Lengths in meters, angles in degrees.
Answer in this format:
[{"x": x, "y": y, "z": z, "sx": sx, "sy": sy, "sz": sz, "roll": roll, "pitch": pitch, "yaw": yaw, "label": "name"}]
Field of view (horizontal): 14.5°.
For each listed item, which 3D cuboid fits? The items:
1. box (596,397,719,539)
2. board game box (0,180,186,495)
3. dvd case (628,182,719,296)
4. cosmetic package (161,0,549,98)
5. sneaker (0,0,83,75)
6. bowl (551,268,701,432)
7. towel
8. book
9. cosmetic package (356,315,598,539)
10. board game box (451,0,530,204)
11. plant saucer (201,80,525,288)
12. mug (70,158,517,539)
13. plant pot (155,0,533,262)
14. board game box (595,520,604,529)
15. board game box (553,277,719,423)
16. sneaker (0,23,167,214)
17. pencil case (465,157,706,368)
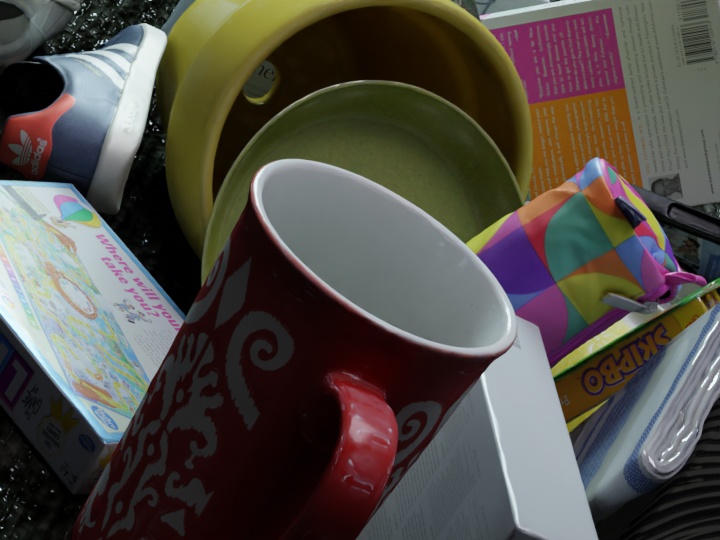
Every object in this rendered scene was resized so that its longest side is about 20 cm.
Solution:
[{"x": 0.159, "y": 0.140, "z": 1.371, "sx": 0.082, "sy": 0.200, "sz": 0.068, "roll": 30, "pitch": 24, "yaw": -7, "label": "box"}, {"x": -0.143, "y": 0.029, "z": 1.407, "sx": 0.134, "sy": 0.034, "sz": 0.200, "roll": 1, "pitch": 39, "yaw": -51, "label": "board game box"}, {"x": 0.220, "y": 0.012, "z": 1.690, "sx": 0.199, "sy": 0.143, "sz": 0.018, "roll": 22, "pitch": 65, "yaw": 9, "label": "dvd case"}, {"x": -0.004, "y": -0.158, "z": 1.782, "sx": 0.199, "sy": 0.151, "sz": 0.052, "roll": 22, "pitch": 25, "yaw": -24, "label": "cosmetic package"}, {"x": -0.212, "y": -0.150, "z": 1.629, "sx": 0.074, "sy": 0.080, "sz": 0.200, "roll": 29, "pitch": 6, "yaw": 1, "label": "sneaker"}, {"x": 0.158, "y": 0.054, "z": 1.654, "sx": 0.199, "sy": 0.108, "sz": 0.200, "roll": 28, "pitch": 23, "yaw": -13, "label": "bowl"}, {"x": 0.110, "y": 0.100, "z": 1.347, "sx": 0.024, "sy": 0.200, "sz": 0.147, "roll": 41, "pitch": 43, "yaw": -3, "label": "towel"}, {"x": 0.133, "y": -0.098, "z": 1.717, "sx": 0.199, "sy": 0.134, "sz": 0.048, "roll": -7, "pitch": 10, "yaw": 21, "label": "book"}, {"x": 0.040, "y": 0.125, "z": 1.312, "sx": 0.051, "sy": 0.151, "sz": 0.200, "roll": 26, "pitch": 25, "yaw": -19, "label": "cosmetic package"}, {"x": 0.046, "y": -0.099, "z": 1.674, "sx": 0.023, "sy": 0.201, "sz": 0.105, "roll": -20, "pitch": 9, "yaw": -29, "label": "board game box"}, {"x": 0.000, "y": 0.000, "z": 1.493, "sx": 0.199, "sy": 0.201, "sz": 0.031, "roll": 20, "pitch": -5, "yaw": -28, "label": "plant saucer"}, {"x": -0.045, "y": 0.074, "z": 1.238, "sx": 0.133, "sy": 0.200, "sz": 0.177, "roll": 37, "pitch": 24, "yaw": 7, "label": "mug"}, {"x": -0.029, "y": -0.083, "z": 1.598, "sx": 0.200, "sy": 0.202, "sz": 0.189, "roll": 20, "pitch": 11, "yaw": -29, "label": "plant pot"}, {"x": 0.184, "y": 0.179, "z": 1.464, "sx": 0.199, "sy": 0.105, "sz": 0.024, "roll": 31, "pitch": 61, "yaw": -5, "label": "board game box"}, {"x": 0.113, "y": 0.060, "z": 1.460, "sx": 0.030, "sy": 0.200, "sz": 0.096, "roll": 56, "pitch": 11, "yaw": 3, "label": "board game box"}, {"x": -0.161, "y": -0.099, "z": 1.591, "sx": 0.084, "sy": 0.075, "sz": 0.200, "roll": 17, "pitch": 20, "yaw": -6, "label": "sneaker"}, {"x": 0.069, "y": 0.024, "z": 1.420, "sx": 0.089, "sy": 0.199, "sz": 0.088, "roll": 53, "pitch": 13, "yaw": -18, "label": "pencil case"}]
